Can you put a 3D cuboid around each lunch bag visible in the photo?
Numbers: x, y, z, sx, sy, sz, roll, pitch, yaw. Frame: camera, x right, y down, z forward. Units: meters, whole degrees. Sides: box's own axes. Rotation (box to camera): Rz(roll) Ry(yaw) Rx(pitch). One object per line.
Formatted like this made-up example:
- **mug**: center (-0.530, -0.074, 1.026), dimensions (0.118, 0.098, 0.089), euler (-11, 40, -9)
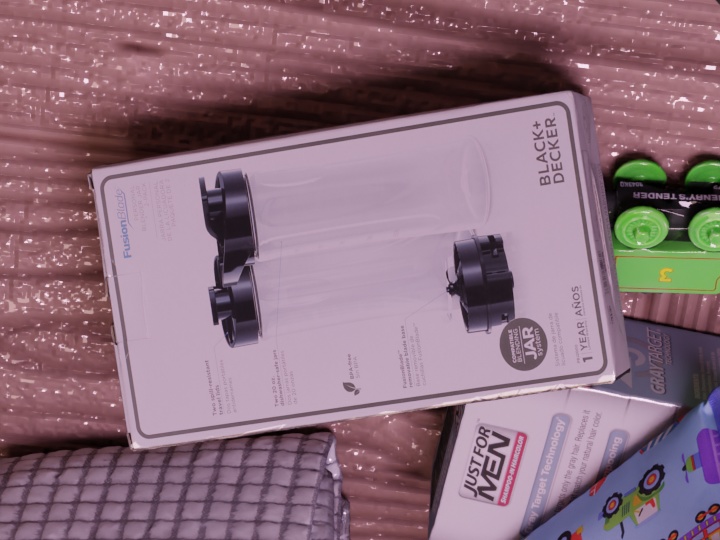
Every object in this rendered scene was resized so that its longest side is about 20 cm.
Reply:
- **lunch bag**: center (0.122, 0.171, 0.989), dimensions (0.094, 0.201, 0.150), euler (38, 119, -21)

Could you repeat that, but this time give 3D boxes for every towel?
- **towel**: center (-0.089, 0.159, 1.071), dimensions (0.164, 0.201, 0.086), euler (-2, 125, 7)

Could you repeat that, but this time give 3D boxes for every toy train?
- **toy train**: center (0.193, -0.012, 1.032), dimensions (0.198, 0.042, 0.057), euler (2, 134, 3)

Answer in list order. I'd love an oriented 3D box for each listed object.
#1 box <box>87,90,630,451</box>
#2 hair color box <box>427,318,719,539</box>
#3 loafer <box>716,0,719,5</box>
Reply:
- **box**: center (0.000, 0.000, 1.008), dimensions (0.198, 0.060, 0.118), euler (-10, 90, 12)
- **hair color box**: center (0.135, 0.081, 1.086), dimensions (0.198, 0.061, 0.100), euler (11, 124, -4)
- **loafer**: center (0.161, -0.113, 0.947), dimensions (0.199, 0.068, 0.071), euler (11, 117, -7)
